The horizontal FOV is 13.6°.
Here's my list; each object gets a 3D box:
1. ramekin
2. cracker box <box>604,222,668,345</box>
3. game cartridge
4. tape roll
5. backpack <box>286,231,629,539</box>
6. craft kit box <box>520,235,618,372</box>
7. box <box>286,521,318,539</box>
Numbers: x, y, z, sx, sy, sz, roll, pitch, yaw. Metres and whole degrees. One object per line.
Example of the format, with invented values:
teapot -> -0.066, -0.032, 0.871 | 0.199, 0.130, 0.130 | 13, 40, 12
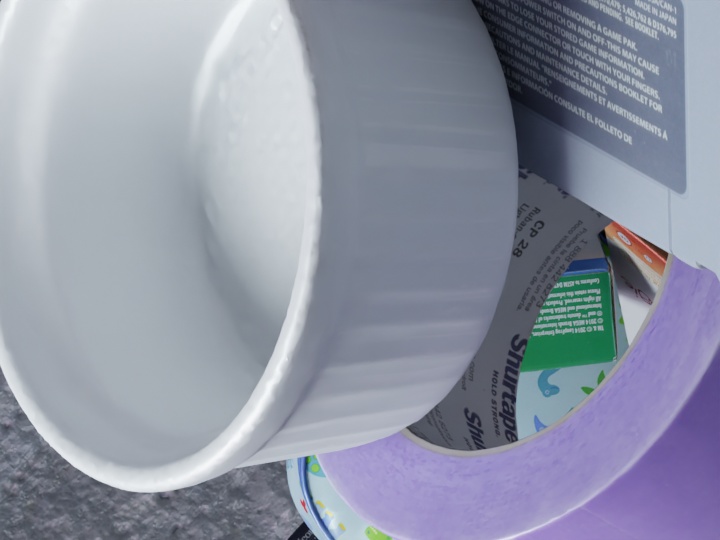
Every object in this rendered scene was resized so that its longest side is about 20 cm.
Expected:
ramekin -> -0.038, -0.029, 0.996 | 0.097, 0.201, 0.200 | 0, -157, -39
cracker box -> 0.170, 0.029, 1.228 | 0.134, 0.058, 0.200 | 40, 172, 19
game cartridge -> 0.074, -0.087, 0.946 | 0.200, 0.041, 0.134 | 35, 133, 50
tape roll -> 0.079, 0.014, 1.032 | 0.085, 0.200, 0.200 | 31, -179, -40
backpack -> 0.068, 0.074, 1.421 | 0.183, 0.200, 0.147 | 44, 175, -4
craft kit box -> 0.000, 0.000, 1.268 | 0.198, 0.199, 0.049 | -93, -3, -71
box -> 0.039, 0.297, 2.902 | 0.200, 0.148, 0.104 | 37, 170, 32
